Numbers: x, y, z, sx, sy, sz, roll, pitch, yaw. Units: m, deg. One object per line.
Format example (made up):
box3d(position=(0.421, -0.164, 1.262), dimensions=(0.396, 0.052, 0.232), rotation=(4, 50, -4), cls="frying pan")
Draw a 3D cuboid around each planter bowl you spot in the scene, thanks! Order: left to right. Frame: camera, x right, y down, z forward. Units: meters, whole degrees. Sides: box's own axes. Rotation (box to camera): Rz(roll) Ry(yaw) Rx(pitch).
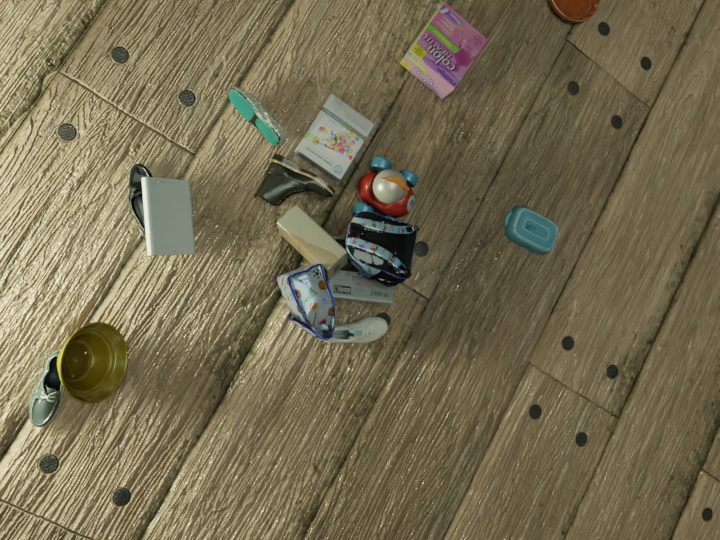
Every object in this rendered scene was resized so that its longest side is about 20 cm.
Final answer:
box3d(position=(-0.687, 0.227, 1.389), dimensions=(0.083, 0.200, 0.201), rotation=(0, 88, 24), cls="planter bowl")

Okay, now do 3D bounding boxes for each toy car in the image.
box3d(position=(0.092, -0.225, 1.580), dimensions=(0.176, 0.200, 0.185), rotation=(24, 83, -14), cls="toy car")

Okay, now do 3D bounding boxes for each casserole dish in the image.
box3d(position=(0.557, -0.130, 1.792), dimensions=(0.200, 0.039, 0.121), rotation=(25, 82, -13), cls="casserole dish")

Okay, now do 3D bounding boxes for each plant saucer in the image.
box3d(position=(0.709, -0.925, 1.859), dimensions=(0.200, 0.032, 0.201), rotation=(0, 89, -16), cls="plant saucer")

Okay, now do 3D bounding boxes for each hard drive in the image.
box3d(position=(-0.504, -0.141, 1.469), dimensions=(0.132, 0.026, 0.201), rotation=(-4, 90, -50), cls="hard drive")

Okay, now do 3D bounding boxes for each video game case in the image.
box3d(position=(0.000, 0.000, 1.608), dimensions=(0.199, 0.023, 0.182), rotation=(7, 70, -20), cls="video game case")

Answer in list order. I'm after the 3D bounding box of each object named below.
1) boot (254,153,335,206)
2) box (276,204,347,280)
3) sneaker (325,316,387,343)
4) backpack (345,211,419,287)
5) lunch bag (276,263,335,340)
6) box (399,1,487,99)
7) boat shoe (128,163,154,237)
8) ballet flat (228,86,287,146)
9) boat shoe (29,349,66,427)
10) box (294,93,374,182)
box3d(position=(-0.185, -0.221, 1.575), dimensions=(0.200, 0.077, 0.139), rotation=(28, 85, 0), cls="boot")
box3d(position=(-0.132, -0.077, 1.534), dimensions=(0.200, 0.095, 0.078), rotation=(42, 75, 14), cls="box")
box3d(position=(-0.009, 0.179, 1.599), dimensions=(0.199, 0.088, 0.076), rotation=(-8, 89, -16), cls="sneaker")
box3d(position=(0.043, -0.063, 1.557), dimensions=(0.199, 0.135, 0.183), rotation=(18, 66, -17), cls="backpack")
box3d(position=(-0.142, 0.093, 1.521), dimensions=(0.124, 0.170, 0.201), rotation=(-23, 98, -16), cls="lunch bag")
box3d(position=(0.251, -0.665, 1.690), dimensions=(0.176, 0.097, 0.200), rotation=(36, 80, -12), cls="box")
box3d(position=(-0.570, -0.187, 1.463), dimensions=(0.074, 0.066, 0.200), rotation=(-4, 89, -14), cls="boat shoe")
box3d(position=(-0.283, -0.435, 1.560), dimensions=(0.072, 0.072, 0.200), rotation=(-44, 102, -12), cls="ballet flat")
box3d(position=(-0.781, 0.296, 1.393), dimensions=(0.073, 0.062, 0.201), rotation=(20, 83, -14), cls="boat shoe")
box3d(position=(-0.075, -0.385, 1.621), dimensions=(0.156, 0.041, 0.200), rotation=(33, 81, -12), cls="box")
